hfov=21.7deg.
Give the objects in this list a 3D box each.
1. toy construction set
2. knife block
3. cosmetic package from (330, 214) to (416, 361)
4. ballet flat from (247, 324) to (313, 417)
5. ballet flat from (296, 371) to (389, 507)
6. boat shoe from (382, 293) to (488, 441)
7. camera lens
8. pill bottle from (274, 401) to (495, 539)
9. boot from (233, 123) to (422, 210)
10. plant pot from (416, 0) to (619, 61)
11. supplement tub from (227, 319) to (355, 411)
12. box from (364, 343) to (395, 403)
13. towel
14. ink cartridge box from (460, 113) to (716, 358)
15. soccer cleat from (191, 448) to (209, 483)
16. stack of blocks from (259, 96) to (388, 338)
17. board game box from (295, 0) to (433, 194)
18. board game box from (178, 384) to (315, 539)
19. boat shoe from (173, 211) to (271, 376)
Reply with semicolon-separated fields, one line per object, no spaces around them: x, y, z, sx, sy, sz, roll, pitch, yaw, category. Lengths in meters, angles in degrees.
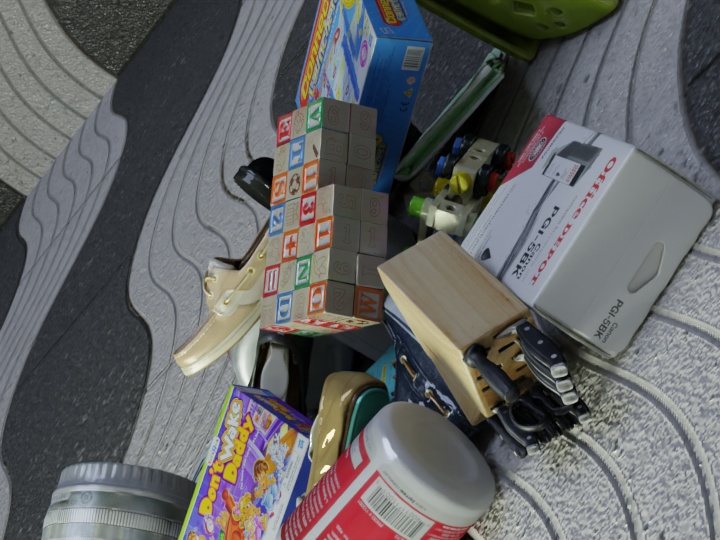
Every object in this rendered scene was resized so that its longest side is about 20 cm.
0.087;-0.051;1.717;0.200;0.092;0.131;-82;4;-65;toy construction set
0.093;0.047;1.397;0.064;0.200;0.176;-29;-12;-10;knife block
0.000;0.000;1.814;0.085;0.108;0.200;-53;18;16;cosmetic package
-0.083;0.129;1.764;0.068;0.068;0.200;-69;-16;-61;ballet flat
-0.021;0.180;1.575;0.063;0.069;0.200;19;98;45;ballet flat
0.051;0.089;1.570;0.091;0.071;0.200;-57;28;6;boat shoe
-0.234;0.301;1.805;0.160;0.160;0.200;-29;49;57;camera lens
0.005;0.207;1.464;0.200;0.112;0.112;-50;20;23;pill bottle
-0.031;-0.116;1.954;0.079;0.211;0.158;30;91;36;boot
0.146;-0.335;1.832;0.181;0.199;0.200;-39;28;59;plant pot
-0.080;0.057;1.904;0.123;0.122;0.200;-56;18;9;supplement tub
-0.007;0.155;1.676;0.200;0.049;0.082;-47;22;32;box
0.090;-0.155;1.855;0.153;0.023;0.200;-49;3;12;towel
0.170;-0.032;1.459;0.147;0.083;0.200;-57;18;2;ink cartridge box
-0.127;0.196;1.898;0.200;0.069;0.085;-52;25;34;soccer cleat
-0.029;-0.048;1.664;0.115;0.059;0.200;-16;66;57;stack of blocks
-0.001;-0.189;1.799;0.196;0.056;0.200;-108;27;-50;board game box
-0.096;0.219;1.667;0.134;0.045;0.200;29;102;51;board game box
-0.114;0.010;1.769;0.200;0.069;0.074;-48;12;1;boat shoe
